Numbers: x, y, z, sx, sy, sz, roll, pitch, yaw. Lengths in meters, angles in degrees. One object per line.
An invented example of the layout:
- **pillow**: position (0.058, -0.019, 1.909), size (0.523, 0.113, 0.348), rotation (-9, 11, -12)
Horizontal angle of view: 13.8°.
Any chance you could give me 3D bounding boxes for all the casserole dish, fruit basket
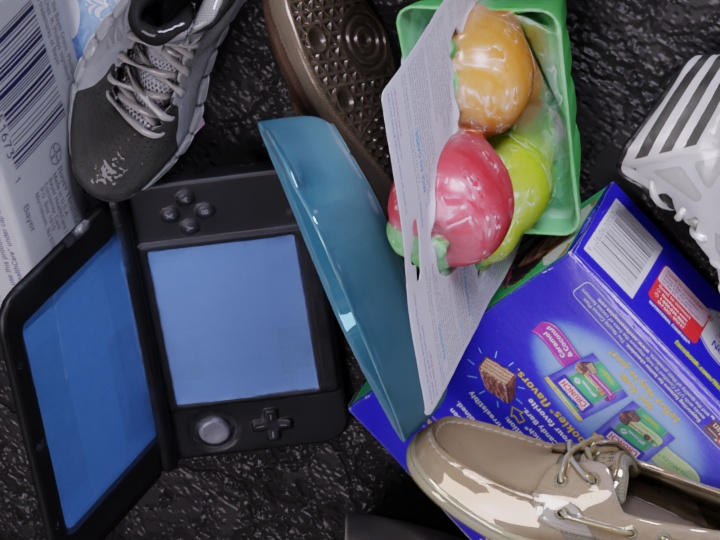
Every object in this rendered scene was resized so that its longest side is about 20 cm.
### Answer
- **casserole dish**: position (0.000, 0.000, 1.553), size (0.039, 0.121, 0.200), rotation (-24, 130, -4)
- **fruit basket**: position (0.047, -0.058, 1.495), size (0.093, 0.200, 0.186), rotation (8, 126, 24)

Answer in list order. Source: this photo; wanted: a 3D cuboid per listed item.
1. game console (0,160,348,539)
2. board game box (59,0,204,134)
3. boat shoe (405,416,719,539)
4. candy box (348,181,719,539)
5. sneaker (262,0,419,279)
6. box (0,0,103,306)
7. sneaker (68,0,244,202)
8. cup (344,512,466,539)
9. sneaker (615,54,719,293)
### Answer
- **game console**: position (-0.100, 0.056, 1.669), size (0.175, 0.117, 0.200), rotation (-6, 127, 2)
- **board game box**: position (-0.212, -0.149, 1.687), size (0.199, 0.043, 0.199), rotation (-6, 119, 33)
- **boat shoe**: position (0.123, 0.116, 1.562), size (0.199, 0.072, 0.065), rotation (23, 126, 3)
- **candy box**: position (0.119, 0.074, 1.629), size (0.169, 0.077, 0.200), rotation (46, 131, -8)
- **sneaker**: position (-0.012, -0.074, 1.607), size (0.075, 0.070, 0.200), rotation (-14, 112, 42)
- **box**: position (-0.258, -0.081, 1.662), size (0.199, 0.105, 0.184), rotation (4, 126, 27)
- **sneaker**: position (-0.112, -0.117, 1.562), size (0.075, 0.116, 0.200), rotation (28, 108, 2)
- **cup**: position (0.059, 0.243, 1.727), size (0.143, 0.201, 0.201), rotation (1, 126, -2)
- **sneaker**: position (0.195, -0.023, 1.532), size (0.115, 0.076, 0.201), rotation (12, 119, 34)
